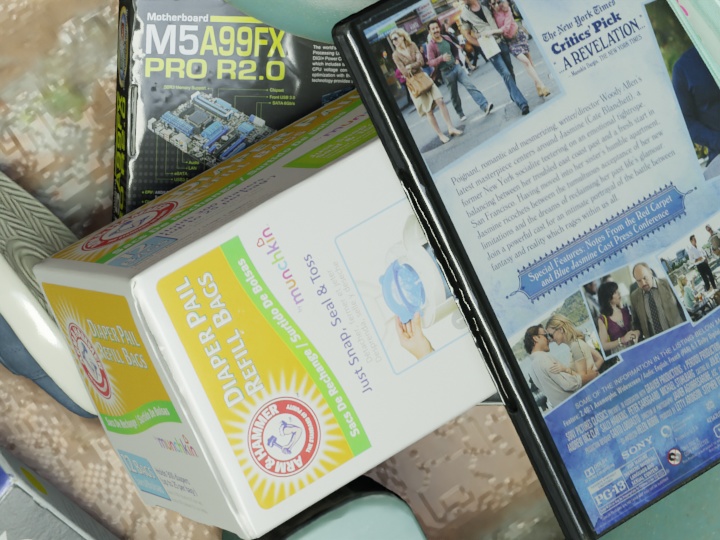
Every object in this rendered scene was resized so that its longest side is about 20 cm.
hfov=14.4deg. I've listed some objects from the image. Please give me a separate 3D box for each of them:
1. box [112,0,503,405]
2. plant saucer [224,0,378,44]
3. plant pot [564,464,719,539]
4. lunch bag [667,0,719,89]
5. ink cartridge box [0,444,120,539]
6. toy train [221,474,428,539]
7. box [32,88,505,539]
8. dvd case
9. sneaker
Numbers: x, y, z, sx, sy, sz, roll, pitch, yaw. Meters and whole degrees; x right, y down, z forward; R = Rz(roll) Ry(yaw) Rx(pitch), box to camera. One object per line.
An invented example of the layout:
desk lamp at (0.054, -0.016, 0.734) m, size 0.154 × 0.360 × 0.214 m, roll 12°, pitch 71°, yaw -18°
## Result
box at (0.002, -0.029, 1.127) m, size 0.199 × 0.044 × 0.161 m, roll 0°, pitch 99°, yaw -11°
plant saucer at (0.003, -0.186, 1.085) m, size 0.199 × 0.027 × 0.201 m, roll 1°, pitch 87°, yaw -11°
plant pot at (0.167, 0.105, 1.117) m, size 0.199 × 0.200 × 0.197 m, roll 16°, pitch 88°, yaw -13°
lunch bag at (0.172, -0.126, 0.980) m, size 0.160 × 0.077 × 0.200 m, roll -36°, pitch 101°, yaw -13°
ink cartridge box at (-0.173, 0.169, 1.104) m, size 0.198 × 0.047 × 0.200 m, roll -48°, pitch 123°, yaw 1°
toy train at (-0.003, 0.129, 1.077) m, size 0.085 × 0.200 × 0.114 m, roll -28°, pitch 97°, yaw -7°
box at (0.000, 0.000, 1.029) m, size 0.199 × 0.112 × 0.102 m, roll -30°, pitch 104°, yaw -22°
dvd case at (0.090, -0.025, 0.995) m, size 0.142 × 0.018 × 0.201 m, roll -29°, pitch 100°, yaw -20°
sneaker at (-0.173, -0.006, 1.080) m, size 0.200 × 0.075 × 0.085 m, roll 45°, pitch 108°, yaw 2°
